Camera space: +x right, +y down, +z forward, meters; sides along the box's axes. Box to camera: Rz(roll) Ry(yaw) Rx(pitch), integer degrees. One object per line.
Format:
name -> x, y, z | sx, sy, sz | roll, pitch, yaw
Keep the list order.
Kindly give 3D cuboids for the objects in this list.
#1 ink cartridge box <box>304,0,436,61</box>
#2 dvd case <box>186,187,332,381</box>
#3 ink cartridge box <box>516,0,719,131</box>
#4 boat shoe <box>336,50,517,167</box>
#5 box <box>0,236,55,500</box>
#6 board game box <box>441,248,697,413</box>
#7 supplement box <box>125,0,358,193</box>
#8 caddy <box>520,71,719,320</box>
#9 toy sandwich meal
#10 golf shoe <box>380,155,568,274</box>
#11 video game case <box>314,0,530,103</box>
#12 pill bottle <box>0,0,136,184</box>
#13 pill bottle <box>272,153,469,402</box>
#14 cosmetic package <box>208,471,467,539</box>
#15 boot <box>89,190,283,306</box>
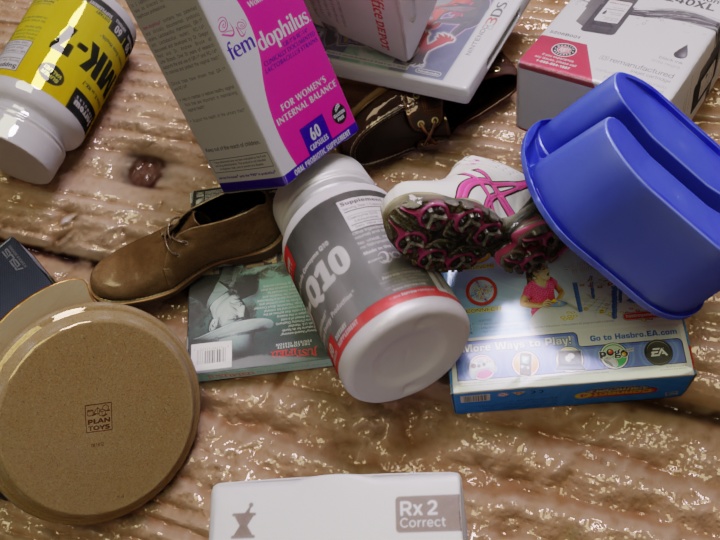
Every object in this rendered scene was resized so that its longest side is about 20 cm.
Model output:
ink cartridge box -> -0.031, -0.287, 0.756 | 0.198, 0.147, 0.084 | 26, 82, 12
dvd case -> -0.096, 0.002, 0.812 | 0.144, 0.022, 0.202 | -8, 61, 6
ink cartridge box -> 0.256, -0.203, 0.789 | 0.144, 0.084, 0.200 | 23, 58, 28
boat shoe -> 0.069, -0.162, 0.837 | 0.199, 0.071, 0.070 | -35, 58, -9
box -> -0.332, 0.087, 0.793 | 0.157, 0.051, 0.200 | -42, 65, -11
board game box -> 0.170, 0.016, 0.740 | 0.197, 0.056, 0.198 | -5, 63, 7
supplement box -> -0.101, -0.180, 0.710 | 0.103, 0.202, 0.101 | 1, 34, 48
caddy -> 0.214, -0.052, 0.654 | 0.199, 0.105, 0.142 | 37, 46, -11
toy sandwich meal -> -0.235, 0.113, 0.713 | 0.206, 0.205, 0.070 | -52, 27, -17
golf shoe -> 0.084, -0.049, 0.671 | 0.073, 0.198, 0.093 | -47, 55, 34
video game case -> 0.054, -0.253, 0.853 | 0.198, 0.023, 0.183 | 17, 57, 25
pill bottle -> -0.331, -0.202, 0.902 | 0.113, 0.115, 0.202 | 13, 67, 16
pill bottle -> 0.000, 0.000, 0.713 | 0.113, 0.114, 0.201 | -27, 52, -4
cosmetic package -> -0.002, 0.245, 0.574 | 0.162, 0.201, 0.167 | -5, 63, 7
boot -> -0.170, -0.028, 0.787 | 0.198, 0.076, 0.074 | -21, 63, 0
